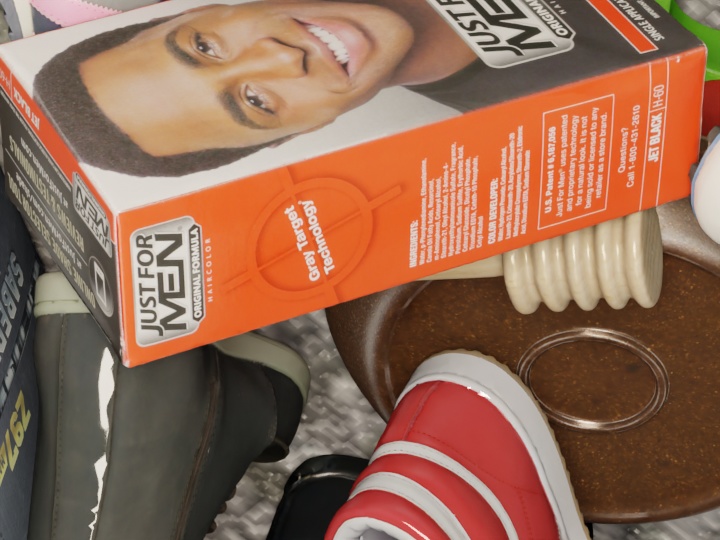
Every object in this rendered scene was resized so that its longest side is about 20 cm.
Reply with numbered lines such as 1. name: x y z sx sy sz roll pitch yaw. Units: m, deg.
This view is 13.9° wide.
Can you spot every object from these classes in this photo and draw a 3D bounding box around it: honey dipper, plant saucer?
1. honey dipper: 0.000 0.000 0.978 0.199 0.038 0.038 -4 129 18
2. plant saucer: 0.083 0.028 1.039 0.199 0.035 0.201 6 136 6

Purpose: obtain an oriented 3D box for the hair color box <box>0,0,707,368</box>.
1. hair color box: -0.003 -0.047 0.921 0.199 0.102 0.061 -18 131 -21

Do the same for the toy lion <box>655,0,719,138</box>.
1. toy lion: 0.154 -0.056 0.996 0.191 0.069 0.200 -30 123 28

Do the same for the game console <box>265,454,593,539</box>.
1. game console: 0.034 0.191 1.137 0.175 0.117 0.200 12 125 -12

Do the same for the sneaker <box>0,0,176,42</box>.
1. sneaker: -0.071 -0.094 0.944 0.082 0.070 0.200 -7 129 7

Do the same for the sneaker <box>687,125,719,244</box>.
1. sneaker: 0.203 -0.032 0.915 0.199 0.073 0.072 -6 127 2

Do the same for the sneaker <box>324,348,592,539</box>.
1. sneaker: 0.052 0.138 1.013 0.071 0.113 0.200 -18 110 35

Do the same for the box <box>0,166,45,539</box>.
1. box: -0.149 0.050 0.968 0.051 0.200 0.158 -6 128 14

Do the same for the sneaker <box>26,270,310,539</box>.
1. sneaker: -0.072 0.069 0.995 0.075 0.107 0.200 5 170 15
